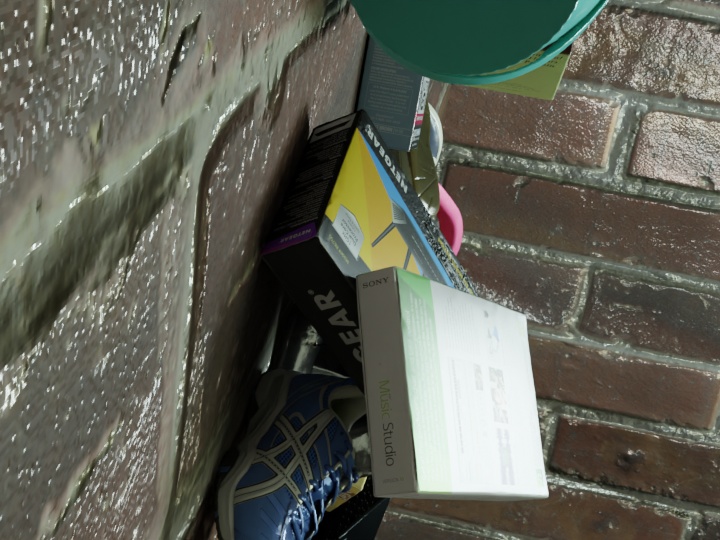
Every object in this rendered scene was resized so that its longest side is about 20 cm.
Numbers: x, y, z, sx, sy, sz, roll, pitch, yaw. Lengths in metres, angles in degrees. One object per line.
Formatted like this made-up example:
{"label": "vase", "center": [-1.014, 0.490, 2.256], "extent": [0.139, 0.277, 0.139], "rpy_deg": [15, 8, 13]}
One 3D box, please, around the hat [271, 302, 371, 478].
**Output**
{"label": "hat", "center": [-0.012, 0.070, 0.902], "extent": [0.081, 0.201, 0.201], "rpy_deg": [20, -78, 51]}

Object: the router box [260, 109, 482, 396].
{"label": "router box", "center": [0.017, 0.007, 0.780], "extent": [0.200, 0.051, 0.149], "rpy_deg": [55, 33, -30]}

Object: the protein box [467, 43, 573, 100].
{"label": "protein box", "center": [0.143, -0.296, 1.213], "extent": [0.200, 0.198, 0.135], "rpy_deg": [41, 60, -83]}

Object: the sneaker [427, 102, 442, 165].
{"label": "sneaker", "center": [0.055, -0.121, 1.345], "extent": [0.085, 0.075, 0.200], "rpy_deg": [-60, 158, -45]}

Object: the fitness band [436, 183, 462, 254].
{"label": "fitness band", "center": [0.064, -0.040, 1.328], "extent": [0.144, 0.037, 0.200], "rpy_deg": [-57, 145, -8]}

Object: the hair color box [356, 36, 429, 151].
{"label": "hair color box", "center": [0.043, -0.222, 1.056], "extent": [0.099, 0.061, 0.200], "rpy_deg": [-50, 150, -79]}

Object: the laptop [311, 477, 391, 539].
{"label": "laptop", "center": [-0.045, 0.285, 1.129], "extent": [0.200, 0.103, 0.177], "rpy_deg": [49, -55, 52]}

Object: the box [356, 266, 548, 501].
{"label": "box", "center": [0.068, 0.086, 0.744], "extent": [0.200, 0.036, 0.144], "rpy_deg": [21, 60, -56]}

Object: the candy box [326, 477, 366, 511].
{"label": "candy box", "center": [-0.001, 0.126, 1.049], "extent": [0.200, 0.055, 0.115], "rpy_deg": [-67, -173, -27]}

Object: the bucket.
{"label": "bucket", "center": [0.086, -0.238, 0.769], "extent": [0.135, 0.207, 0.207], "rpy_deg": [-49, 151, -60]}

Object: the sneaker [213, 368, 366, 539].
{"label": "sneaker", "center": [-0.044, 0.136, 0.718], "extent": [0.200, 0.077, 0.076], "rpy_deg": [-78, 157, -49]}

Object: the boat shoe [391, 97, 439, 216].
{"label": "boat shoe", "center": [0.039, -0.144, 1.169], "extent": [0.072, 0.066, 0.201], "rpy_deg": [28, 49, -54]}
